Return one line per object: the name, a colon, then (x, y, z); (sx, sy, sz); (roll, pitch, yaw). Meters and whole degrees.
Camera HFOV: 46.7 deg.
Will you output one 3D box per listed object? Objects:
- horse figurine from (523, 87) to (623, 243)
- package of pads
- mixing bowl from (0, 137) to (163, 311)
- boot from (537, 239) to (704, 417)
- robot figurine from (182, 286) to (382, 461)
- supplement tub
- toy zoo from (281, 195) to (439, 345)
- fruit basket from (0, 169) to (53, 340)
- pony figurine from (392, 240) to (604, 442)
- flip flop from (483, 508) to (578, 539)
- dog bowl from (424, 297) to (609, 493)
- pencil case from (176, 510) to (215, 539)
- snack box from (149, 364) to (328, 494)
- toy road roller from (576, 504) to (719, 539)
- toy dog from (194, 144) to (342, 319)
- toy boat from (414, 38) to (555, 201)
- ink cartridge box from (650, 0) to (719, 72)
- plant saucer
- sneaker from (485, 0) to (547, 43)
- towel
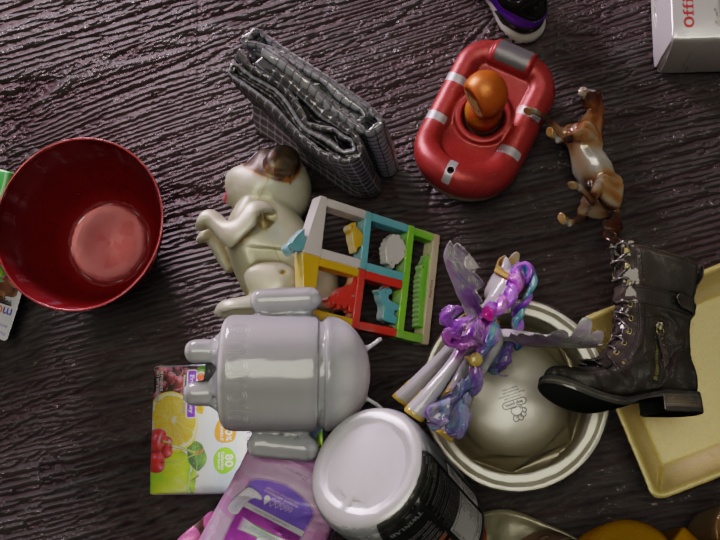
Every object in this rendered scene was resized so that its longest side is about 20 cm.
horse figurine: (0.256, -0.117, 0.947); (0.050, 0.131, 0.203); (-31, 70, 43)
package of pads: (-0.094, 0.270, 0.834); (0.119, 0.076, 0.202); (23, 62, 11)
mixing bowl: (-0.316, -0.043, 0.993); (0.196, 0.108, 0.204); (-1, 78, 3)
boot: (0.267, 0.055, 0.851); (0.196, 0.069, 0.178); (8, 73, -18)
robot figurine: (-0.075, 0.103, 0.835); (0.196, 0.113, 0.173); (0, 88, -4)
supplement tub: (0.047, 0.231, 0.816); (0.121, 0.201, 0.124); (-16, 48, 19)
toy zoo: (0.000, 0.000, 0.925); (0.197, 0.020, 0.134); (15, 75, -31)
fruit basket: (-0.488, -0.037, 1.029); (0.182, 0.094, 0.204); (16, 83, 11)
pony figurine: (0.116, 0.062, 0.802); (0.165, 0.193, 0.202); (35, 87, -2)
flip flop: (0.193, 0.307, 0.870); (0.197, 0.058, 0.082); (18, 80, 11)
dog bowl: (0.165, 0.136, 0.907); (0.196, 0.074, 0.204); (-2, 76, 7)
pencil case: (-0.113, 0.347, 0.890); (0.199, 0.095, 0.091); (37, 41, 14)
snack box: (-0.136, 0.178, 0.947); (0.196, 0.053, 0.145); (-2, 79, 5)
toy road roller: (0.296, 0.283, 0.810); (0.146, 0.123, 0.200); (42, 72, 14)
toy dog: (-0.098, -0.042, 0.954); (0.190, 0.140, 0.204); (-10, 74, 1)
toy boat: (0.140, -0.182, 0.955); (0.129, 0.131, 0.202); (26, 81, 13)
ink cartridge box: (0.448, -0.314, 0.969); (0.196, 0.083, 0.150); (0, 77, 8)
plant saucer: (0.361, 0.114, 0.898); (0.197, 0.048, 0.203); (-21, 76, 2)
sneaker: (0.158, -0.377, 1.014); (0.069, 0.100, 0.201); (-40, 75, -5)
towel: (-0.055, -0.173, 0.964); (0.199, 0.166, 0.086); (37, 89, 14)
